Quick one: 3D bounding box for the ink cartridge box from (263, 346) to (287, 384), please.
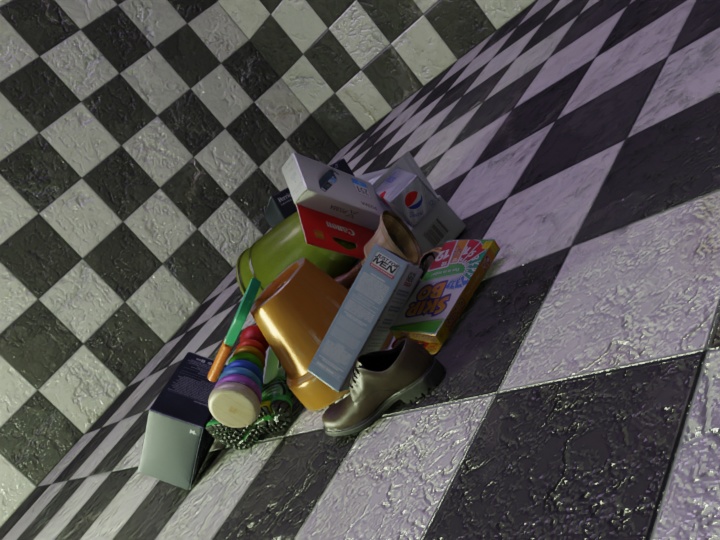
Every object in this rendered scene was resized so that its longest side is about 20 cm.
[{"bbox_3d":[-0.160,0.177,1.368,0.199,0.058,0.106,-29,47,50],"label":"ink cartridge box"}]

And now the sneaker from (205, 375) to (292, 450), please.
[{"bbox_3d":[-0.187,0.246,1.266,0.197,0.078,0.086,-26,32,29],"label":"sneaker"}]

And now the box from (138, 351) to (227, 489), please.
[{"bbox_3d":[-0.326,0.281,1.394,0.201,0.105,0.151,-72,0,-65],"label":"box"}]

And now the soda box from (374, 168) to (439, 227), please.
[{"bbox_3d":[0.080,-0.136,1.340,0.068,0.063,0.200,-44,13,3],"label":"soda box"}]

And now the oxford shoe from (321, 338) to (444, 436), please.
[{"bbox_3d":[0.012,0.150,0.973,0.199,0.084,0.073,-39,15,25],"label":"oxford shoe"}]

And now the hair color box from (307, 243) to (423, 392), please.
[{"bbox_3d":[0.009,0.069,1.052,0.203,0.060,0.099,-61,-17,4],"label":"hair color box"}]

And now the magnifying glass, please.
[{"bbox_3d":[-0.207,0.099,1.192,0.080,0.022,0.203,-84,18,-62],"label":"magnifying glass"}]

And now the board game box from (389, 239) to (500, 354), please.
[{"bbox_3d":[0.119,0.034,1.066,0.094,0.030,0.202,1,50,49],"label":"board game box"}]

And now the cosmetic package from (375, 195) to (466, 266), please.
[{"bbox_3d":[0.104,-0.071,1.386,0.113,0.081,0.199,-48,15,-12],"label":"cosmetic package"}]

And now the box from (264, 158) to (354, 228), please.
[{"bbox_3d":[-0.074,-0.099,1.597,0.194,0.202,0.118,-30,-8,-20],"label":"box"}]

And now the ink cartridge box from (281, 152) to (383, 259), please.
[{"bbox_3d":[-0.034,-0.107,1.311,0.045,0.197,0.179,-43,51,30],"label":"ink cartridge box"}]

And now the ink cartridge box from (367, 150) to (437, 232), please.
[{"bbox_3d":[0.057,-0.120,1.500,0.200,0.163,0.057,-47,32,-12],"label":"ink cartridge box"}]

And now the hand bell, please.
[{"bbox_3d":[0.000,0.000,1.261,0.199,0.104,0.105,-39,13,24],"label":"hand bell"}]

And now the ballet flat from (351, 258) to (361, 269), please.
[{"bbox_3d":[-0.005,0.010,1.484,0.076,0.064,0.200,-53,5,-20],"label":"ballet flat"}]

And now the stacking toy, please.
[{"bbox_3d":[-0.189,0.164,1.230,0.085,0.085,0.201,-36,21,25],"label":"stacking toy"}]

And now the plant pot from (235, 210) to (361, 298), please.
[{"bbox_3d":[-0.099,-0.024,1.367,0.193,0.200,0.201,-45,10,30],"label":"plant pot"}]

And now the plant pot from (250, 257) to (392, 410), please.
[{"bbox_3d":[-0.077,0.089,1.199,0.199,0.184,0.201,-40,14,12],"label":"plant pot"}]

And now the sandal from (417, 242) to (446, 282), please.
[{"bbox_3d":[0.119,0.000,1.179,0.080,0.054,0.201,-36,15,26],"label":"sandal"}]

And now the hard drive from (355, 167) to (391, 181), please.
[{"bbox_3d":[0.022,-0.139,1.554,0.196,0.135,0.026,-16,-12,-16],"label":"hard drive"}]
